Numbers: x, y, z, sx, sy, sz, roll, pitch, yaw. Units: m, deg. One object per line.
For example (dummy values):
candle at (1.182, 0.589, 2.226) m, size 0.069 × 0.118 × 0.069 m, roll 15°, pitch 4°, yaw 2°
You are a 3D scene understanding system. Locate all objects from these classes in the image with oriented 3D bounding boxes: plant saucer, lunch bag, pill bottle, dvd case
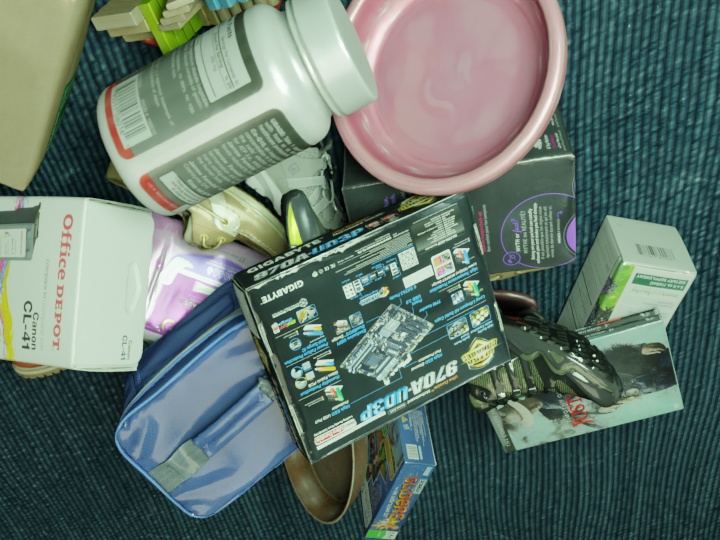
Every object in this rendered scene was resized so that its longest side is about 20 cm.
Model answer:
plant saucer at (0.070, -0.160, 0.676) m, size 0.199 × 0.203 × 0.051 m, roll -30°, pitch 165°, yaw 24°
plant saucer at (-0.042, 0.176, 0.943) m, size 0.034 × 0.201 × 0.202 m, roll -5°, pitch 135°, yaw -29°
lunch bag at (-0.114, 0.111, 0.760) m, size 0.199 × 0.133 × 0.136 m, roll -41°, pitch 113°, yaw 5°
pill bottle at (-0.093, -0.133, 0.661) m, size 0.198 × 0.115 × 0.114 m, roll -24°, pitch 126°, yaw 13°
dvd case at (0.226, 0.120, 0.884) m, size 0.197 × 0.022 × 0.147 m, roll -16°, pitch 129°, yaw 15°

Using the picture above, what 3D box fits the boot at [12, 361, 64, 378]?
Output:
boot at (-0.310, 0.036, 0.899) m, size 0.198 × 0.075 × 0.108 m, roll -29°, pitch 121°, yaw 13°

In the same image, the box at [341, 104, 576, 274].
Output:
box at (0.090, -0.072, 0.774) m, size 0.197 × 0.107 × 0.123 m, roll -7°, pitch 130°, yaw 7°

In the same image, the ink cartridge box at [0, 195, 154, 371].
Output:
ink cartridge box at (-0.294, 0.008, 0.774) m, size 0.197 × 0.150 × 0.085 m, roll 2°, pitch 177°, yaw 31°

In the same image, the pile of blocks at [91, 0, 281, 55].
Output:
pile of blocks at (-0.111, -0.210, 0.677) m, size 0.197 × 0.083 × 0.063 m, roll -15°, pitch 129°, yaw 13°

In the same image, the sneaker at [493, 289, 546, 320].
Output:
sneaker at (0.167, 0.087, 0.906) m, size 0.199 × 0.076 × 0.115 m, roll 40°, pitch 143°, yaw -28°

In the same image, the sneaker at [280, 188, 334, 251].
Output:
sneaker at (0.000, 0.000, 0.735) m, size 0.080 × 0.074 × 0.201 m, roll -33°, pitch 124°, yaw 8°

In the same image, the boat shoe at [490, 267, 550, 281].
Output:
boat shoe at (0.111, -0.008, 0.851) m, size 0.197 × 0.072 × 0.065 m, roll -13°, pitch 128°, yaw 10°

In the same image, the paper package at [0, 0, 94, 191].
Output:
paper package at (-0.322, -0.196, 0.679) m, size 0.188 × 0.104 × 0.201 m, roll 22°, pitch 126°, yaw -17°

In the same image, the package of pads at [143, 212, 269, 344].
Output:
package of pads at (-0.144, 0.031, 0.852) m, size 0.198 × 0.122 × 0.076 m, roll 21°, pitch 168°, yaw -18°

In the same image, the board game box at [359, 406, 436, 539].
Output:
board game box at (0.028, 0.163, 0.910) m, size 0.034 × 0.202 × 0.136 m, roll 9°, pitch 131°, yaw -15°

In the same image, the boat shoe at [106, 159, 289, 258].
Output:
boat shoe at (-0.146, -0.055, 0.795) m, size 0.199 × 0.067 × 0.074 m, roll 35°, pitch 166°, yaw -11°

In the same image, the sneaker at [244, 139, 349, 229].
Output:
sneaker at (-0.048, -0.083, 0.789) m, size 0.082 × 0.075 × 0.200 m, roll -38°, pitch 130°, yaw 8°

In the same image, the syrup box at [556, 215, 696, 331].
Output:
syrup box at (0.265, 0.049, 0.891) m, size 0.077 × 0.082 × 0.202 m, roll 9°, pitch 128°, yaw -6°

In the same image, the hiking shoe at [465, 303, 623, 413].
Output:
hiking shoe at (0.150, 0.095, 0.818) m, size 0.198 × 0.076 × 0.102 m, roll 24°, pitch 108°, yaw 20°

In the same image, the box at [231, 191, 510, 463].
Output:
box at (0.015, 0.040, 0.688) m, size 0.198 × 0.046 × 0.161 m, roll -25°, pitch 112°, yaw -15°
